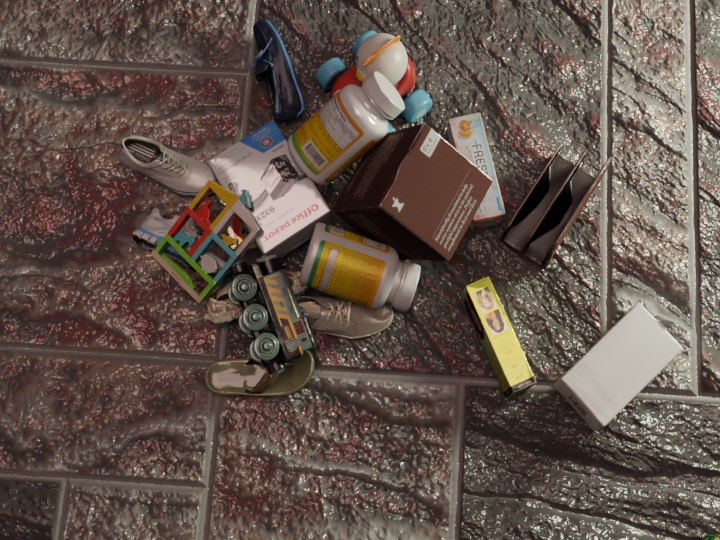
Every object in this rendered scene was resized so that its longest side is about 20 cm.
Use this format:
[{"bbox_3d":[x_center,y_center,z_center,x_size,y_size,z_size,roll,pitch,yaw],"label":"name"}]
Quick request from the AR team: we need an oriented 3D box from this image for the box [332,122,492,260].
[{"bbox_3d":[0.086,-0.129,1.681,0.163,0.199,0.168,36,77,-21],"label":"box"}]

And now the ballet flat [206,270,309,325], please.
[{"bbox_3d":[-0.184,0.037,1.733,0.197,0.076,0.065,-22,119,-5],"label":"ballet flat"}]

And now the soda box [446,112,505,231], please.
[{"bbox_3d":[0.210,-0.179,1.785,0.062,0.068,0.204,-11,77,-2],"label":"soda box"}]

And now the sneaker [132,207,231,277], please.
[{"bbox_3d":[-0.310,-0.055,1.764,0.197,0.075,0.088,26,72,7],"label":"sneaker"}]

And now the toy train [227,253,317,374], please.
[{"bbox_3d":[-0.153,0.072,1.670,0.112,0.085,0.203,-20,84,-16],"label":"toy train"}]

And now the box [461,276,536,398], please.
[{"bbox_3d":[0.240,0.118,1.709,0.049,0.075,0.203,-22,75,-7],"label":"box"}]

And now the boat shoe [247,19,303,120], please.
[{"bbox_3d":[-0.168,-0.379,1.834,0.068,0.084,0.203,-19,74,-15],"label":"boat shoe"}]

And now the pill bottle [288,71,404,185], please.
[{"bbox_3d":[-0.022,-0.250,1.701,0.199,0.111,0.112,-38,76,21],"label":"pill bottle"}]

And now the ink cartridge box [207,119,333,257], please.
[{"bbox_3d":[-0.159,-0.139,1.742,0.144,0.084,0.202,-32,79,-6],"label":"ink cartridge box"}]

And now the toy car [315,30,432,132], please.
[{"bbox_3d":[0.023,-0.357,1.766,0.176,0.200,0.185,-36,77,-8],"label":"toy car"}]

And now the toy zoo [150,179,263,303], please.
[{"bbox_3d":[-0.258,-0.062,1.694,0.131,0.020,0.201,42,97,13],"label":"toy zoo"}]

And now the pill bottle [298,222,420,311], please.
[{"bbox_3d":[0.000,0.000,1.699,0.196,0.113,0.115,18,76,-4],"label":"pill bottle"}]

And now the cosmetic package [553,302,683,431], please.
[{"bbox_3d":[0.445,0.166,1.689,0.199,0.081,0.113,-40,79,-9],"label":"cosmetic package"}]

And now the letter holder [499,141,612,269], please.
[{"bbox_3d":[0.346,-0.126,1.731,0.100,0.142,0.202,33,79,9],"label":"letter holder"}]

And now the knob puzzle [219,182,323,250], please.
[{"bbox_3d":[-0.165,-0.148,1.804,0.215,0.030,0.224,0,76,1],"label":"knob puzzle"}]

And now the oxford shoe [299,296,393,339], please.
[{"bbox_3d":[-0.039,0.079,1.732,0.196,0.058,0.077,2,72,-1],"label":"oxford shoe"}]

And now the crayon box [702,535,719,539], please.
[{"bbox_3d":[0.610,0.552,1.599,0.119,0.058,0.200,-43,79,-9],"label":"crayon box"}]

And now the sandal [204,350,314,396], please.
[{"bbox_3d":[-0.176,0.182,1.707,0.197,0.057,0.081,-9,76,-1],"label":"sandal"}]

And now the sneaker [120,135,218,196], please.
[{"bbox_3d":[-0.355,-0.191,1.797,0.196,0.071,0.074,18,77,5],"label":"sneaker"}]
